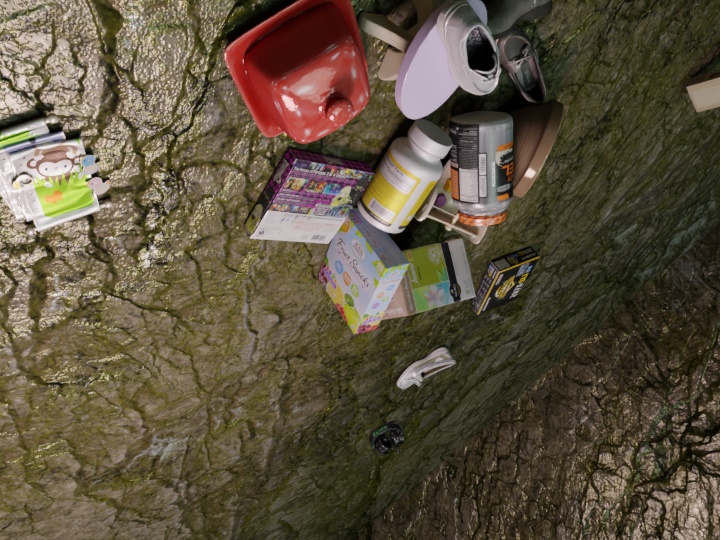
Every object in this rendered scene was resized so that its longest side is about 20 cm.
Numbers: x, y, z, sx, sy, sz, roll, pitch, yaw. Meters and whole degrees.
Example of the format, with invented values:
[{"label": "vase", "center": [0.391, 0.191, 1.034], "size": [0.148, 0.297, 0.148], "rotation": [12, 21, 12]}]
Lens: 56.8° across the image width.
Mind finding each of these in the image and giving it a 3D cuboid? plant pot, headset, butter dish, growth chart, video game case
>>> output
[{"label": "plant pot", "center": [0.326, -0.260, 1.356], "size": [0.201, 0.092, 0.203], "rotation": [23, 90, -89]}, {"label": "headset", "center": [0.103, 0.621, 2.469], "size": [0.123, 0.094, 0.201], "rotation": [-32, 135, 3]}, {"label": "butter dish", "center": [-0.060, -0.262, 0.946], "size": [0.199, 0.148, 0.200], "rotation": [-33, 151, -5]}, {"label": "growth chart", "center": [-0.424, -0.127, 0.898], "size": [0.144, 0.018, 0.201], "rotation": [-28, 150, -14]}, {"label": "video game case", "center": [-0.091, -0.128, 1.215], "size": [0.199, 0.036, 0.182], "rotation": [1, 135, -46]}]

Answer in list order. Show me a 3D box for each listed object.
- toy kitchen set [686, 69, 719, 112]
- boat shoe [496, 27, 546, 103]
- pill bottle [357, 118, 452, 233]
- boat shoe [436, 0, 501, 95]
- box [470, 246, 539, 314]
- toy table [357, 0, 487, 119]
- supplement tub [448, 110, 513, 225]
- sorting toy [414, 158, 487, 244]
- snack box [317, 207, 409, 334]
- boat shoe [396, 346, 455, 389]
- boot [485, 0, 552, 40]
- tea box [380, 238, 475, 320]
[{"label": "toy kitchen set", "center": [0.915, -0.538, 1.644], "size": [0.164, 0.179, 0.201], "rotation": [51, 55, -25]}, {"label": "boat shoe", "center": [0.307, -0.380, 1.242], "size": [0.067, 0.057, 0.200], "rotation": [-41, 150, 10]}, {"label": "pill bottle", "center": [0.085, -0.178, 1.249], "size": [0.110, 0.112, 0.201], "rotation": [-1, 137, -44]}, {"label": "boat shoe", "center": [0.171, -0.306, 0.960], "size": [0.072, 0.069, 0.200], "rotation": [-35, 152, 3]}, {"label": "box", "center": [0.421, 0.031, 1.953], "size": [0.158, 0.050, 0.201], "rotation": [-20, 147, -28]}, {"label": "toy table", "center": [0.096, -0.348, 1.013], "size": [0.183, 0.118, 0.201], "rotation": [0, 136, -46]}, {"label": "supplement tub", "center": [0.234, -0.197, 1.287], "size": [0.121, 0.122, 0.203], "rotation": [-18, 116, -27]}, {"label": "sorting toy", "center": [0.205, -0.176, 1.399], "size": [0.199, 0.107, 0.181], "rotation": [17, 111, -43]}, {"label": "snack box", "center": [0.000, 0.000, 1.357], "size": [0.067, 0.169, 0.201], "rotation": [-12, 142, -35]}, {"label": "boat shoe", "center": [0.208, 0.321, 2.130], "size": [0.201, 0.065, 0.075], "rotation": [-31, 150, -8]}, {"label": "boot", "center": [0.246, -0.461, 1.071], "size": [0.199, 0.068, 0.131], "rotation": [-31, 146, -23]}, {"label": "tea box", "center": [0.104, 0.025, 1.449], "size": [0.195, 0.135, 0.199], "rotation": [-14, 179, -34]}]
